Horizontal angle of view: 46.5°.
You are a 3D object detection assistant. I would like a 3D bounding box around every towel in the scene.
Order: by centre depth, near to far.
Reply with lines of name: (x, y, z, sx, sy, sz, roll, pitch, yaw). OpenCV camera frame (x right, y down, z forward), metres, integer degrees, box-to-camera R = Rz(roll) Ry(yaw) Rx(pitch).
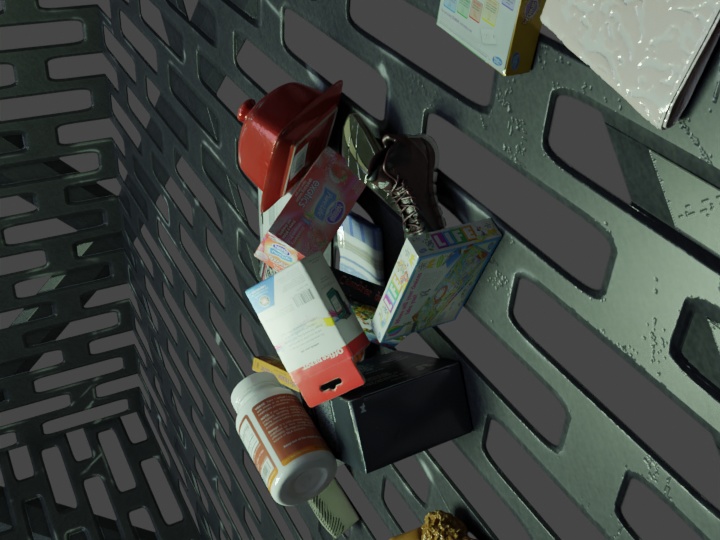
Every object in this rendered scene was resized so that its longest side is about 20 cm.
towel: (0.266, -0.268, 0.797, 0.201, 0.032, 0.192, 57, 148, 34)
towel: (0.000, 0.000, 1.485, 0.147, 0.024, 0.202, 33, 131, 54)

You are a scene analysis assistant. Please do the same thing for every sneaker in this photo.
sneaker: (0.055, -0.097, 1.170, 0.075, 0.115, 0.202, -15, 77, 46)

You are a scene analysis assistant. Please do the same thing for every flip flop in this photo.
flip flop: (0.041, -0.163, 1.290, 0.200, 0.057, 0.081, 47, 140, 21)

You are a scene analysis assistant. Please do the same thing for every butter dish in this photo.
butter dish: (-0.143, -0.237, 1.420, 0.147, 0.200, 0.201, 34, 143, 9)

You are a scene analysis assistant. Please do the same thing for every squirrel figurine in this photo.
squirrel figurine: (0.117, 0.494, 1.327, 0.201, 0.141, 0.187, -59, 11, 21)

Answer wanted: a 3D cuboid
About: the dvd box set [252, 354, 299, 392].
dvd box set: (-0.090, 0.196, 1.583, 0.199, 0.146, 0.030, 16, 102, 48)

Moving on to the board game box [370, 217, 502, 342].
board game box: (0.101, 0.016, 1.160, 0.034, 0.134, 0.201, 60, 150, 28)

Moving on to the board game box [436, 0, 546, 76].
board game box: (0.158, -0.350, 0.963, 0.153, 0.040, 0.201, 52, 145, 41)

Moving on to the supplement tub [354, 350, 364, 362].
supplement tub: (-0.073, 0.121, 1.567, 0.200, 0.122, 0.124, -160, 59, -65)

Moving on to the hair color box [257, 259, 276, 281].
hair color box: (-0.148, 0.040, 1.765, 0.201, 0.060, 0.099, 59, 149, 30)

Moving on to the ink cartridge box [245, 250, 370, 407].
ink cartridge box: (-0.069, 0.088, 1.245, 0.116, 0.067, 0.201, -27, 92, 29)

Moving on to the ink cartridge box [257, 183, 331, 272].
ink cartridge box: (-0.129, -0.090, 1.632, 0.176, 0.083, 0.201, 41, 138, 49)

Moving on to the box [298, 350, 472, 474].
box: (0.035, 0.214, 1.322, 0.200, 0.195, 0.118, 1, 104, 63)

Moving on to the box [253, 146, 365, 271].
box: (-0.078, -0.091, 1.385, 0.094, 0.201, 0.103, 34, 150, -5)

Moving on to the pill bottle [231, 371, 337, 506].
pill bottle: (-0.127, 0.258, 1.320, 0.200, 0.111, 0.113, 52, 146, 39)

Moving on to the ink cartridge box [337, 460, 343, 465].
ink cartridge box: (-0.056, 0.276, 1.688, 0.115, 0.067, 0.202, 37, 134, 53)

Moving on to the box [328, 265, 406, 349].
box: (-0.011, 0.059, 1.355, 0.137, 0.199, 0.038, 131, 158, -60)

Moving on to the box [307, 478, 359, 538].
box: (-0.086, 0.458, 1.768, 0.201, 0.068, 0.082, 61, 161, -17)
